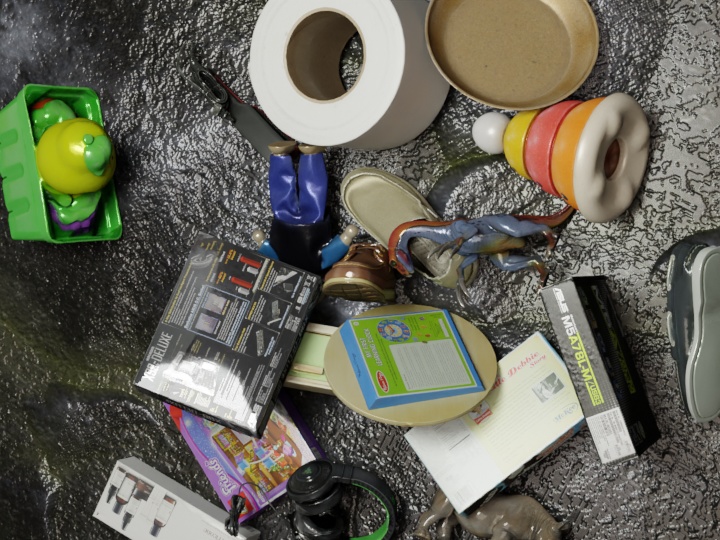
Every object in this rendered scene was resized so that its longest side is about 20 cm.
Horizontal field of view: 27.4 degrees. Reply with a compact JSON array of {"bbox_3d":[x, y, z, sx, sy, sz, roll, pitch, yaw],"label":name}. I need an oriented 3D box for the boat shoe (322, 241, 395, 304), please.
[{"bbox_3d":[0.001,0.000,1.698,0.072,0.200,0.068,4,87,10],"label":"boat shoe"}]

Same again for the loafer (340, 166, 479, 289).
[{"bbox_3d":[0.055,-0.054,1.747,0.200,0.068,0.076,38,101,15],"label":"loafer"}]

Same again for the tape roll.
[{"bbox_3d":[-0.010,-0.242,1.719,0.202,0.139,0.204,1,92,26],"label":"tape roll"}]

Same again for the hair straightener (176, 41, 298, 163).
[{"bbox_3d":[-0.160,-0.209,1.816,0.041,0.077,0.200,-43,77,15],"label":"hair straightener"}]

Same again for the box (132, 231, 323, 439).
[{"bbox_3d":[-0.152,0.075,1.720,0.157,0.050,0.201,20,77,8],"label":"box"}]

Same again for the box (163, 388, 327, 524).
[{"bbox_3d":[-0.146,0.194,1.832,0.137,0.039,0.200,-35,80,15],"label":"box"}]

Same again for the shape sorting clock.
[{"bbox_3d":[0.057,0.108,1.696,0.199,0.200,0.039,21,130,18],"label":"shape sorting clock"}]

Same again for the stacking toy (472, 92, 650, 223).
[{"bbox_3d":[0.215,-0.142,1.683,0.200,0.146,0.147,17,96,37],"label":"stacking toy"}]

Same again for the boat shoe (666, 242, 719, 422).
[{"bbox_3d":[0.375,0.067,1.644,0.060,0.075,0.201,18,109,56],"label":"boat shoe"}]

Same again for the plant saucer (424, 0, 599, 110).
[{"bbox_3d":[0.171,-0.263,1.689,0.199,0.035,0.201,1,67,-3],"label":"plant saucer"}]

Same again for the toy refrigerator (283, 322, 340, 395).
[{"bbox_3d":[-0.115,0.094,1.773,0.199,0.070,0.076,10,79,3],"label":"toy refrigerator"}]

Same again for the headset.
[{"bbox_3d":[-0.058,0.290,1.756,0.199,0.094,0.124,5,123,6],"label":"headset"}]

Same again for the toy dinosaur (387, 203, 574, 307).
[{"bbox_3d":[0.130,-0.030,1.687,0.181,0.200,0.105,19,131,13],"label":"toy dinosaur"}]

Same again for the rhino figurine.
[{"bbox_3d":[0.169,0.299,1.711,0.199,0.060,0.088,16,72,17],"label":"rhino figurine"}]

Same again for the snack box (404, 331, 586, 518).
[{"bbox_3d":[0.162,0.176,1.697,0.200,0.037,0.116,-38,66,4],"label":"snack box"}]

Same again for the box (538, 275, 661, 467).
[{"bbox_3d":[0.264,0.105,1.611,0.047,0.193,0.201,-22,82,20],"label":"box"}]

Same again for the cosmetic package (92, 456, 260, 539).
[{"bbox_3d":[-0.232,0.319,1.856,0.200,0.051,0.083,27,99,17],"label":"cosmetic package"}]

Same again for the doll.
[{"bbox_3d":[-0.066,-0.053,1.778,0.136,0.048,0.201,2,105,19],"label":"doll"}]

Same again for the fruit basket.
[{"bbox_3d":[-0.356,-0.136,1.840,0.215,0.155,0.217,2,95,33],"label":"fruit basket"}]
